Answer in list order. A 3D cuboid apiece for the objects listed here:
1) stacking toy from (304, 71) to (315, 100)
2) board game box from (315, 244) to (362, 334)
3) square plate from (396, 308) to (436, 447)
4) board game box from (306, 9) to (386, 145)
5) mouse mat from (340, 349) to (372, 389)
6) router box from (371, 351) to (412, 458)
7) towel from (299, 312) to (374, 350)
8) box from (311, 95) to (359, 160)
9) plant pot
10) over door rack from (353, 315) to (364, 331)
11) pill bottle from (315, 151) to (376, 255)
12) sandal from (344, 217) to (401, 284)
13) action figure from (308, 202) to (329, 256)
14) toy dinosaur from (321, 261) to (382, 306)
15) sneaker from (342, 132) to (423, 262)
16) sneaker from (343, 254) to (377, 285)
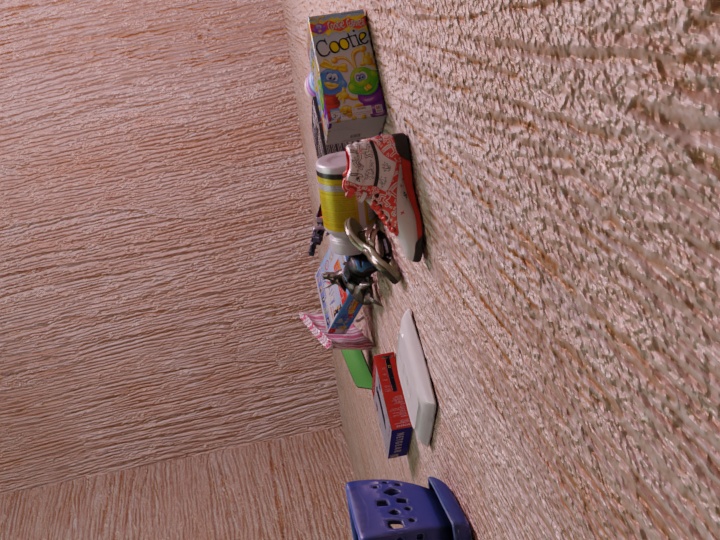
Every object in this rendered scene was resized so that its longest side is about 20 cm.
[{"bbox_3d":[-0.078,-0.456,1.777,0.200,0.085,0.086,152,108,-78],"label":"stacking toy"},{"bbox_3d":[-0.049,0.032,2.023,0.196,0.056,0.200,120,146,-44],"label":"board game box"},{"bbox_3d":[0.098,0.203,1.420,0.200,0.028,0.199,90,168,-56],"label":"square plate"},{"bbox_3d":[-0.028,-0.341,1.356,0.103,0.105,0.201,111,147,-77],"label":"board game box"},{"bbox_3d":[-0.018,0.257,2.247,0.161,0.008,0.201,-11,101,66],"label":"mouse mat"},{"bbox_3d":[0.069,0.309,1.739,0.200,0.049,0.180,91,168,-58],"label":"router box"},{"bbox_3d":[-0.065,0.161,2.100,0.200,0.146,0.030,42,121,52],"label":"towel"},{"bbox_3d":[-0.053,-0.279,1.750,0.164,0.086,0.201,100,159,-72],"label":"box"},{"bbox_3d":[0.085,0.460,1.252,0.200,0.179,0.201,-126,27,-77],"label":"plant pot"},{"bbox_3d":[-0.042,0.114,2.270,0.200,0.066,0.148,25,128,57],"label":"over door rack"},{"bbox_3d":[-0.027,-0.141,1.611,0.114,0.114,0.201,-113,15,-64],"label":"pill bottle"},{"bbox_3d":[0.034,-0.045,1.493,0.080,0.057,0.201,35,-170,-43],"label":"sandal"},{"bbox_3d":[-0.087,-0.134,2.229,0.194,0.104,0.201,86,-162,-76],"label":"action figure"},{"bbox_3d":[-0.002,0.035,1.835,0.200,0.077,0.103,36,135,29],"label":"toy dinosaur"},{"bbox_3d":[0.031,-0.105,1.179,0.067,0.108,0.202,-152,52,-82],"label":"sneaker"},{"bbox_3d":[0.000,0.000,1.692,0.200,0.073,0.082,-83,15,-84],"label":"sneaker"}]
